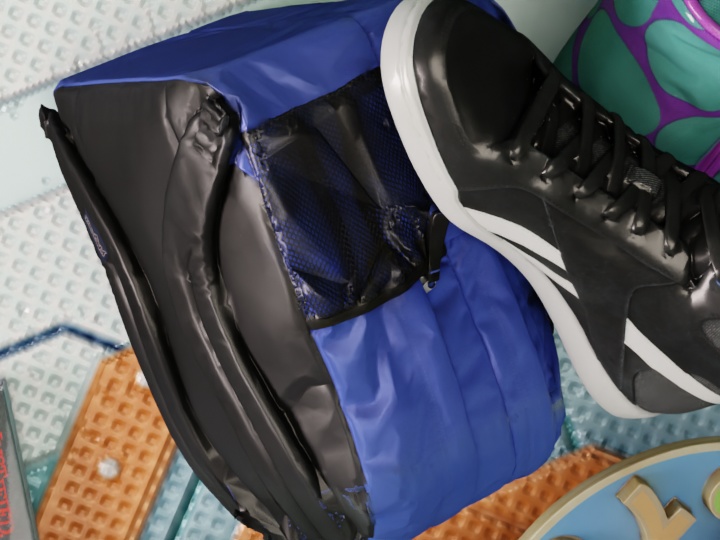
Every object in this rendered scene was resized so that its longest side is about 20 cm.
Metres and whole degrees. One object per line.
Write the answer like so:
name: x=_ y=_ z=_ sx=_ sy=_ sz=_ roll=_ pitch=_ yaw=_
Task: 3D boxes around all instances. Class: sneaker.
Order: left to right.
sneaker: x=0.100 y=-0.029 z=0.871 sx=0.111 sy=0.073 sz=0.200 roll=-8 pitch=135 yaw=38

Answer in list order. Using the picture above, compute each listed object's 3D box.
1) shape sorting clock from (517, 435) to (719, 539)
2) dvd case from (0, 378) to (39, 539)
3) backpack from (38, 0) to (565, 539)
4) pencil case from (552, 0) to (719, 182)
shape sorting clock: x=0.134 y=0.161 z=1.042 sx=0.199 sy=0.039 sz=0.201 roll=-10 pitch=118 yaw=-19
dvd case: x=-0.228 y=0.133 z=1.024 sx=0.199 sy=0.022 sz=0.147 roll=-11 pitch=103 yaw=-3
backpack: x=0.000 y=0.000 z=0.951 sx=0.167 sy=0.162 sz=0.201 roll=-22 pitch=102 yaw=-22
pencil case: x=0.122 y=-0.073 z=0.932 sx=0.085 sy=0.200 sz=0.093 roll=-22 pitch=75 yaw=-19
